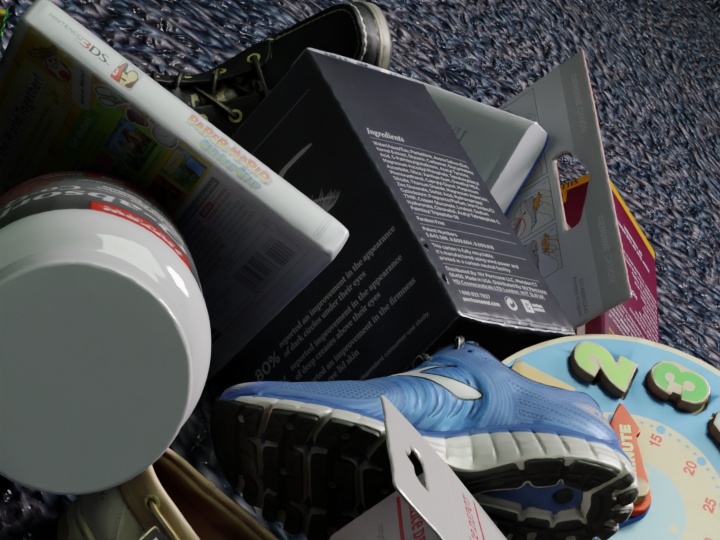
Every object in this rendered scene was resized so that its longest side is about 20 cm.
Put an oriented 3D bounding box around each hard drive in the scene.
[{"bbox_3d":[0.009,-0.059,1.149,0.200,0.132,0.025,25,-8,43],"label":"hard drive"}]

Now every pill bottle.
[{"bbox_3d":[-0.124,0.024,0.802,0.116,0.116,0.200,35,4,-13],"label":"pill bottle"}]

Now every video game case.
[{"bbox_3d":[-0.116,-0.033,0.933,0.182,0.200,0.023,37,61,-6],"label":"video game case"}]

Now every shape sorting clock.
[{"bbox_3d":[0.134,0.117,0.913,0.200,0.039,0.200,3,55,-4],"label":"shape sorting clock"}]

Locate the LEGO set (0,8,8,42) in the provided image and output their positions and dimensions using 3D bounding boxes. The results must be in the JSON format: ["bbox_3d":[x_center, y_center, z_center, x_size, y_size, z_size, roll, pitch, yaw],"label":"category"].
[{"bbox_3d":[-0.228,-0.054,0.798,0.116,0.154,0.200,14,26,-13],"label":"LEGO set"}]

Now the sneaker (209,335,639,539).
[{"bbox_3d":[0.027,0.080,0.872,0.200,0.079,0.089,8,34,-9],"label":"sneaker"}]

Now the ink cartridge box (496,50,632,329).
[{"bbox_3d":[0.087,-0.012,1.110,0.045,0.176,0.200,37,36,-38],"label":"ink cartridge box"}]

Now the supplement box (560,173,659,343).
[{"bbox_3d":[0.125,0.042,1.175,0.086,0.110,0.200,53,27,-31],"label":"supplement box"}]

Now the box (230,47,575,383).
[{"bbox_3d":[0.000,0.000,1.031,0.104,0.148,0.200,10,43,-46],"label":"box"}]

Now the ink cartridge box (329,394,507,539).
[{"bbox_3d":[0.047,0.161,0.783,0.200,0.067,0.117,52,8,-13],"label":"ink cartridge box"}]

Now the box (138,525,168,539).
[{"bbox_3d":[-0.037,0.197,0.752,0.200,0.050,0.075,42,19,5],"label":"box"}]

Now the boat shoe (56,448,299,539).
[{"bbox_3d":[-0.038,0.150,0.820,0.200,0.069,0.074,36,21,-9],"label":"boat shoe"}]

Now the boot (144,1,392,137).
[{"bbox_3d":[-0.095,-0.101,1.084,0.154,0.204,0.074,8,58,-48],"label":"boot"}]
